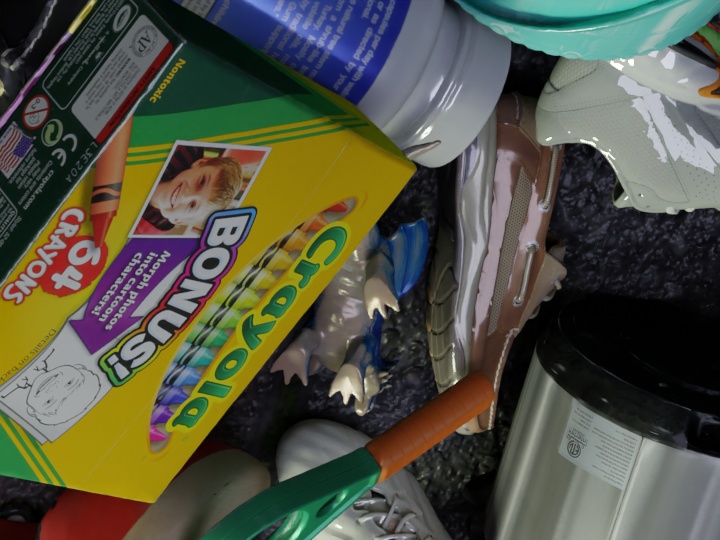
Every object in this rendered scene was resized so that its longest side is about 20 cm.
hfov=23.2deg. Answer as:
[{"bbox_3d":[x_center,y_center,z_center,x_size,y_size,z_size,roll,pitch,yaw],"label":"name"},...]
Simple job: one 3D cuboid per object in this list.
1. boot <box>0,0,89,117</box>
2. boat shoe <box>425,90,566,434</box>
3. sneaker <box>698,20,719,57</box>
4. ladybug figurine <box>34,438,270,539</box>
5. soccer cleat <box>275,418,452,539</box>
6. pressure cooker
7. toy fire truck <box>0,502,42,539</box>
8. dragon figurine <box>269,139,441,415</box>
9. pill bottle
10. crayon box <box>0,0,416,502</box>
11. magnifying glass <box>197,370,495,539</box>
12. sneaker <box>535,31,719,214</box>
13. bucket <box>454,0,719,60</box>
[{"bbox_3d":[-0.194,-0.089,0.708,0.150,0.073,0.200,26,111,-24],"label":"boot"},{"bbox_3d":[0.077,-0.001,0.946,0.071,0.076,0.201,-1,117,-10],"label":"boat shoe"},{"bbox_3d":[0.197,-0.077,0.950,0.200,0.077,0.084,34,110,-16],"label":"sneaker"},{"bbox_3d":[-0.114,0.137,0.916,0.072,0.200,0.136,43,93,9],"label":"ladybug figurine"},{"bbox_3d":[0.026,0.163,0.973,0.069,0.078,0.200,-37,86,-8],"label":"soccer cleat"},{"bbox_3d":[0.155,0.134,0.977,0.178,0.176,0.201,9,109,-15],"label":"pressure cooker"},{"bbox_3d":[-0.224,0.199,0.980,0.199,0.049,0.142,11,114,-19],"label":"toy fire truck"},{"bbox_3d":[0.000,0.000,0.903,0.059,0.100,0.201,16,121,6],"label":"dragon figurine"},{"bbox_3d":[-0.031,-0.125,0.837,0.199,0.112,0.112,25,107,-24],"label":"pill bottle"},{"bbox_3d":[-0.093,-0.003,0.731,0.200,0.058,0.172,-51,146,11],"label":"crayon box"},{"bbox_3d":[-0.012,0.108,0.880,0.200,0.022,0.080,-30,157,-26],"label":"magnifying glass"},{"bbox_3d":[0.177,-0.057,0.884,0.199,0.076,0.092,31,115,-9],"label":"sneaker"},{"bbox_3d":[0.112,-0.201,0.777,0.206,0.208,0.135,-9,161,-11],"label":"bucket"}]
